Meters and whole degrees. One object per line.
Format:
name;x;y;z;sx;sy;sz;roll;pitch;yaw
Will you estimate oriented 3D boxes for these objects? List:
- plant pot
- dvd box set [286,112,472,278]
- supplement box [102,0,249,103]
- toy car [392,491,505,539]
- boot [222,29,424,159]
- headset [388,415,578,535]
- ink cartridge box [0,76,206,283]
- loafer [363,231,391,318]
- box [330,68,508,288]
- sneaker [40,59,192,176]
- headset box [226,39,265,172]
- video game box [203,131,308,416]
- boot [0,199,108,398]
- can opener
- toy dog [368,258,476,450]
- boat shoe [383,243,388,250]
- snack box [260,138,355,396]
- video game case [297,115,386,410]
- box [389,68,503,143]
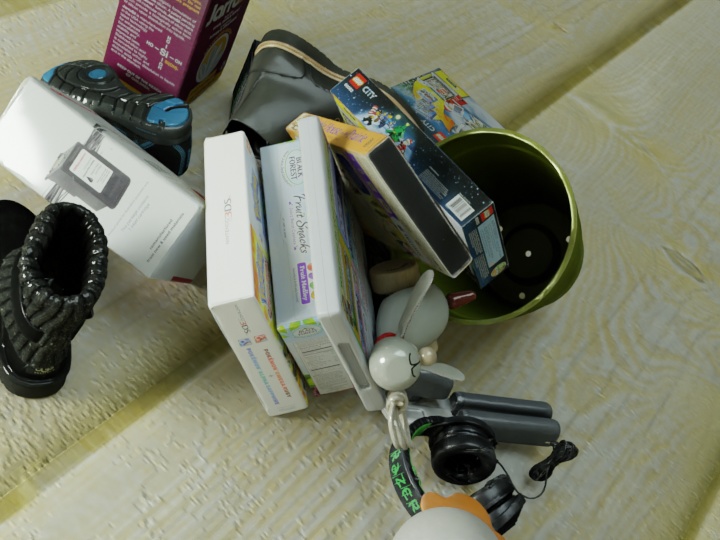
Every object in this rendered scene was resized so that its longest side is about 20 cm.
plant pot;0.159;-0.033;1.068;0.201;0.200;0.193;54;16;22
dvd box set;0.013;-0.075;0.923;0.029;0.200;0.146;-41;116;-9
supplement box;-0.199;-0.291;1.101;0.103;0.200;0.131;33;44;2
toy car;0.073;0.261;0.751;0.177;0.185;0.200;32;50;0
boot;-0.041;-0.147;1.034;0.199;0.077;0.139;27;58;-9
headset;0.119;0.190;0.924;0.199;0.094;0.124;9;46;-42
ink cartridge box;-0.233;-0.080;0.926;0.200;0.084;0.145;37;1;6
loafer;0.000;0.000;1.043;0.201;0.068;0.070;46;27;9
box;0.058;-0.087;0.935;0.038;0.137;0.200;-39;63;-4
sneaker;-0.263;-0.161;1.047;0.200;0.082;0.073;29;50;24
headset box;-0.064;-0.158;1.137;0.173;0.093;0.201;16;45;-17
video game box;-0.097;0.003;0.913;0.047;0.182;0.201;-14;51;6
boot;-0.276;-0.014;0.832;0.079;0.158;0.212;-9;57;-33
can opener;0.112;0.139;0.990;0.199;0.067;0.053;13;33;-19
toy dog;0.061;0.053;0.885;0.096;0.132;0.200;-14;35;8
boat shoe;0.074;-0.056;1.147;0.076;0.072;0.200;48;44;0
snack box;-0.047;-0.003;0.927;0.053;0.142;0.201;-12;57;4
video game case;-0.016;-0.003;0.861;0.022;0.182;0.201;-12;57;7
box;0.126;-0.174;1.291;0.200;0.038;0.136;46;45;14
